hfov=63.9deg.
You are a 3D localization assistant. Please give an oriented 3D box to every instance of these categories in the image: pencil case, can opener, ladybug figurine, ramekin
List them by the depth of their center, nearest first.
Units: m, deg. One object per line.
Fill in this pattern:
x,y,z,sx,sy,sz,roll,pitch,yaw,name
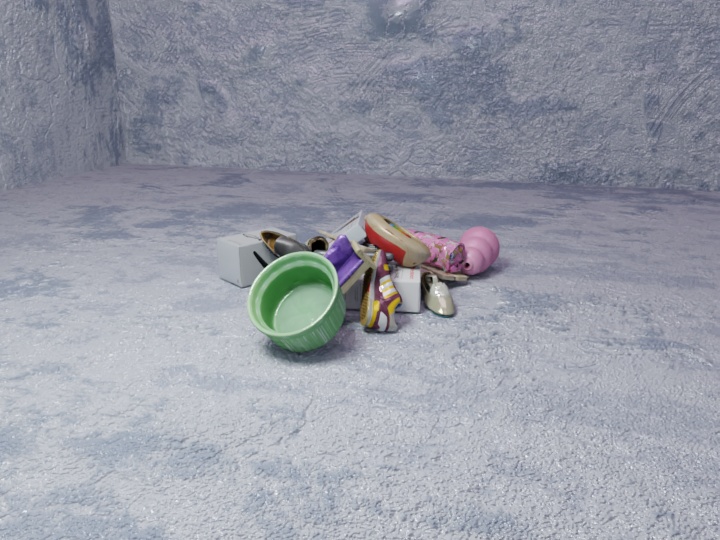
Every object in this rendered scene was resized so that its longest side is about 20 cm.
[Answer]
-0.125,0.070,1.195,0.197,0.098,0.202,-10,53,13,ramekin
-0.017,-0.021,1.407,0.196,0.054,0.066,2,2,1,can opener
0.085,-0.075,1.473,0.199,0.073,0.135,37,15,19,ladybug figurine
0.196,-0.058,1.627,0.198,0.084,0.086,20,32,38,pencil case

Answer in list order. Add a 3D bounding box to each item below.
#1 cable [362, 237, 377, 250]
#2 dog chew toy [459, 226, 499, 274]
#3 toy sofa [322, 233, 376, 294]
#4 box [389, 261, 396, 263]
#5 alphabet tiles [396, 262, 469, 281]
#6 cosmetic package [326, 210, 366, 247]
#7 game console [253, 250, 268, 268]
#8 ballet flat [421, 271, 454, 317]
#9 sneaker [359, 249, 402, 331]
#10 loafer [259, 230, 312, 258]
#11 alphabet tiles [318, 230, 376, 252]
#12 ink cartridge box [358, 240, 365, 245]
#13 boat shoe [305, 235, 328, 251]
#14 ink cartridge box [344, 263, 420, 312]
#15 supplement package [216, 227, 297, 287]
0.082,-0.082,1.768,0.096,0.051,0.199,-16,24,-39,cable
0.334,-0.049,1.684,0.123,0.126,0.200,8,26,23,dog chew toy
-0.066,0.021,1.309,0.097,0.200,0.083,41,6,-20,toy sofa
0.000,0.000,1.597,0.196,0.061,0.117,4,18,1,box
0.207,-0.006,1.639,0.193,0.015,0.199,5,13,-34,alphabet tiles
-0.046,-0.111,1.837,0.150,0.052,0.200,-37,12,14,cosmetic package
-0.162,0.019,1.451,0.173,0.118,0.200,-7,20,-23,game console
0.189,0.051,1.451,0.068,0.071,0.200,-2,19,-9,ballet flat
0.054,0.048,1.331,0.089,0.075,0.203,17,59,-13,sneaker
-0.196,-0.055,1.493,0.072,0.074,0.199,31,-7,-41,loafer
-0.010,-0.065,1.552,0.194,0.015,0.199,19,4,-36,alphabet tiles
0.034,-0.051,1.805,0.093,0.038,0.200,3,21,5,ink cartridge box
-0.115,-0.054,1.587,0.075,0.075,0.203,-37,11,24,boat shoe
0.054,0.038,1.454,0.196,0.086,0.146,2,18,6,ink cartridge box
-0.289,-0.042,1.628,0.116,0.119,0.198,18,25,41,supplement package
